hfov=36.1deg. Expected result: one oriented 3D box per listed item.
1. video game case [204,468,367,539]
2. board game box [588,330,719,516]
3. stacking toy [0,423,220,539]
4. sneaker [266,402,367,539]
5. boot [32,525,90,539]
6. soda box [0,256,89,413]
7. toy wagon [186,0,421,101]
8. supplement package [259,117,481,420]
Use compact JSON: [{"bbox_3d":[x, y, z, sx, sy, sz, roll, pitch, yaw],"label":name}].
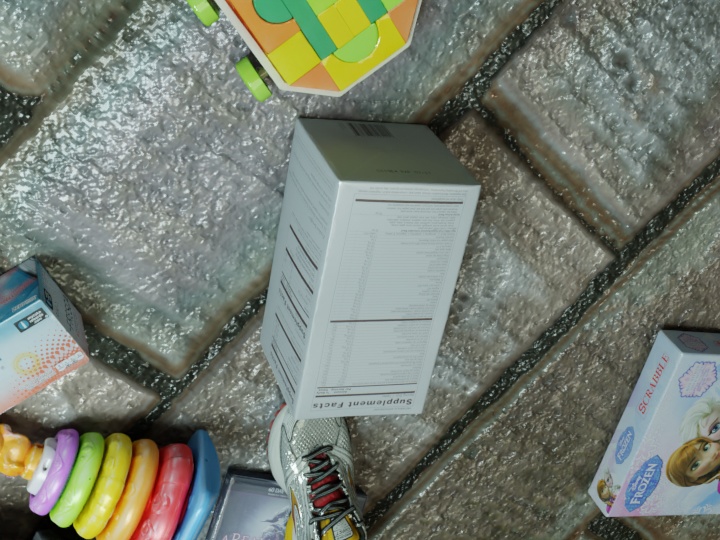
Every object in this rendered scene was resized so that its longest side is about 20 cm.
[{"bbox_3d":[-0.086,0.286,1.009,0.142,0.019,0.201,15,97,-29],"label":"video game case"},{"bbox_3d":[0.353,0.158,1.113,0.198,0.041,0.201,3,119,-23],"label":"board game box"},{"bbox_3d":[-0.221,0.165,0.875,0.199,0.116,0.110,25,107,-20],"label":"stacking toy"},{"bbox_3d":[-0.027,0.198,0.958,0.077,0.082,0.201,-16,108,-22],"label":"sneaker"},{"bbox_3d":[-0.234,0.330,0.883,0.164,0.066,0.201,32,92,9],"label":"boot"},{"bbox_3d":[-0.300,0.077,0.800,0.199,0.064,0.069,-31,127,-2],"label":"soda box"},{"bbox_3d":[-0.044,-0.210,0.736,0.155,0.040,0.200,-36,127,2],"label":"toy wagon"},{"bbox_3d":[0.000,0.000,0.841,0.113,0.110,0.201,1,120,-22],"label":"supplement package"}]
